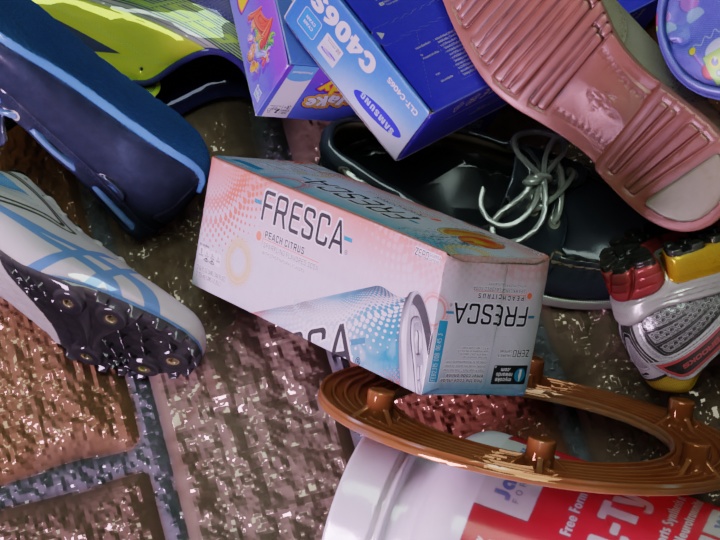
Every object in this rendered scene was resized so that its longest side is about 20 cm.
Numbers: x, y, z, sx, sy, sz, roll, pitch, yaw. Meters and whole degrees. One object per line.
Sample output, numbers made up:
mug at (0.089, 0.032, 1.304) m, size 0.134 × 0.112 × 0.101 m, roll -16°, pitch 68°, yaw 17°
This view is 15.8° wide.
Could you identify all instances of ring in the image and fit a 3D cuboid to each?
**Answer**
ring at (0.079, 0.065, 1.189) m, size 0.199 × 0.200 × 0.019 m, roll 10°, pitch 100°, yaw 9°

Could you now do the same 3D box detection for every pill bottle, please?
pill bottle at (0.087, 0.140, 1.179) m, size 0.199 × 0.113 × 0.113 m, roll 18°, pitch 64°, yaw 13°

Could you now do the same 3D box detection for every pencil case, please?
pencil case at (0.213, -0.127, 1.272) m, size 0.078 × 0.200 × 0.088 m, roll -11°, pitch 88°, yaw 30°

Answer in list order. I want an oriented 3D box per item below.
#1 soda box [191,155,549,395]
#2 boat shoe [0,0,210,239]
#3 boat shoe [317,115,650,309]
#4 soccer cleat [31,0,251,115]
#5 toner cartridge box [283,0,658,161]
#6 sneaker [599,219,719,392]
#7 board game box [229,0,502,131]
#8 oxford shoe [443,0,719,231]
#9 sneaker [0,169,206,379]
soda box at (0.000, 0.000, 1.224) m, size 0.063 × 0.069 × 0.200 m, roll 2°, pitch 13°, yaw -36°
boat shoe at (-0.170, -0.086, 1.305) m, size 0.200 × 0.084 × 0.069 m, roll 39°, pitch 110°, yaw -3°
boat shoe at (0.074, -0.037, 1.305) m, size 0.199 × 0.062 × 0.075 m, roll 17°, pitch 62°, yaw 12°
soccer cleat at (-0.140, -0.108, 1.358) m, size 0.198 × 0.065 × 0.084 m, roll -6°, pitch 73°, yaw 2°
toner cartridge box at (0.064, -0.135, 1.316) m, size 0.199 × 0.043 × 0.095 m, roll -28°, pitch 74°, yaw -40°
sneaker at (0.209, 0.002, 1.278) m, size 0.199 × 0.078 × 0.083 m, roll -18°, pitch 105°, yaw -19°
board game box at (-0.006, -0.171, 1.361) m, size 0.133 × 0.045 × 0.201 m, roll 3°, pitch 57°, yaw -27°
oxford shoe at (0.111, -0.098, 1.261) m, size 0.071 × 0.074 × 0.200 m, roll -42°, pitch 79°, yaw 20°
sneaker at (-0.160, -0.010, 1.302) m, size 0.199 × 0.072 × 0.073 m, roll 26°, pitch 58°, yaw 13°
